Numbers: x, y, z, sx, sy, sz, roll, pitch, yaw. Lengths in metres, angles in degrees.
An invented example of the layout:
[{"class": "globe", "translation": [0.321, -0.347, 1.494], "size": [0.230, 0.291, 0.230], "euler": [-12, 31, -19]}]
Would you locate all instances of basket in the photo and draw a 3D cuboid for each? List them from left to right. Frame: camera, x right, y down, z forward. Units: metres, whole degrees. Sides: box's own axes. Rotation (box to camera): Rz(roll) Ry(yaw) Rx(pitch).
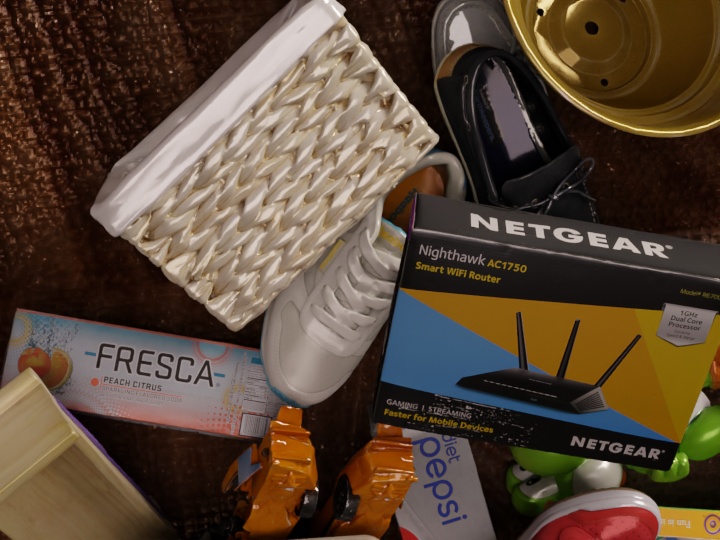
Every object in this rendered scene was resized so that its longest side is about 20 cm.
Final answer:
[{"class": "basket", "translation": [-0.060, -0.074, 0.769], "size": [0.200, 0.136, 0.123], "euler": [-42, 105, 5]}]

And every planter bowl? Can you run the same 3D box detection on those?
[{"class": "planter bowl", "translation": [0.168, -0.172, 0.771], "size": [0.199, 0.083, 0.202], "euler": [3, 78, -16]}]

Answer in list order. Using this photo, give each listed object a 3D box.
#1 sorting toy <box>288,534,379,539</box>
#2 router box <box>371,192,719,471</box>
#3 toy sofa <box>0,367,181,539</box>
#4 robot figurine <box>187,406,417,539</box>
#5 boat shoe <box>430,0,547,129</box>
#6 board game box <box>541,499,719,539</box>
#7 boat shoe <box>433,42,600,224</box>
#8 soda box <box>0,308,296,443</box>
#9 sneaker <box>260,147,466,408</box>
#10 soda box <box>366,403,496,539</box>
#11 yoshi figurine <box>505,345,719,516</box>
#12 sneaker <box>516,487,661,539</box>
[{"class": "sorting toy", "translation": [-0.061, 0.239, 0.833], "size": [0.184, 0.037, 0.201], "euler": [-5, 141, 4]}, {"class": "router box", "translation": [0.116, 0.041, 0.738], "size": [0.199, 0.051, 0.150], "euler": [9, 122, -2]}, {"class": "toy sofa", "translation": [-0.202, 0.148, 0.791], "size": [0.083, 0.098, 0.200], "euler": [-38, 142, -11]}, {"class": "robot figurine", "translation": [-0.040, 0.170, 0.815], "size": [0.144, 0.058, 0.200], "euler": [10, 141, -16]}, {"class": "boat shoe", "translation": [0.101, -0.095, 0.808], "size": [0.074, 0.065, 0.203], "euler": [-15, 102, -1]}, {"class": "board game box", "translation": [0.227, 0.194, 0.844], "size": [0.199, 0.096, 0.030], "euler": [1, 63, 1]}, {"class": "boat shoe", "translation": [0.111, -0.054, 0.752], "size": [0.074, 0.062, 0.201], "euler": [-29, 98, -13]}, {"class": "soda box", "translation": [-0.144, 0.076, 0.820], "size": [0.199, 0.068, 0.064], "euler": [11, 79, -6]}, {"class": "sneaker", "translation": [0.000, 0.000, 0.786], "size": [0.076, 0.081, 0.201], "euler": [33, 78, -11]}, {"class": "soda box", "translation": [0.063, 0.190, 0.867], "size": [0.068, 0.063, 0.201], "euler": [-16, 103, 1]}, {"class": "yoshi figurine", "translation": [0.189, 0.107, 0.842], "size": [0.199, 0.112, 0.112], "euler": [-28, 87, 5]}, {"class": "sneaker", "translation": [0.114, 0.226, 0.765], "size": [0.200, 0.113, 0.071], "euler": [-36, 110, 20]}]
